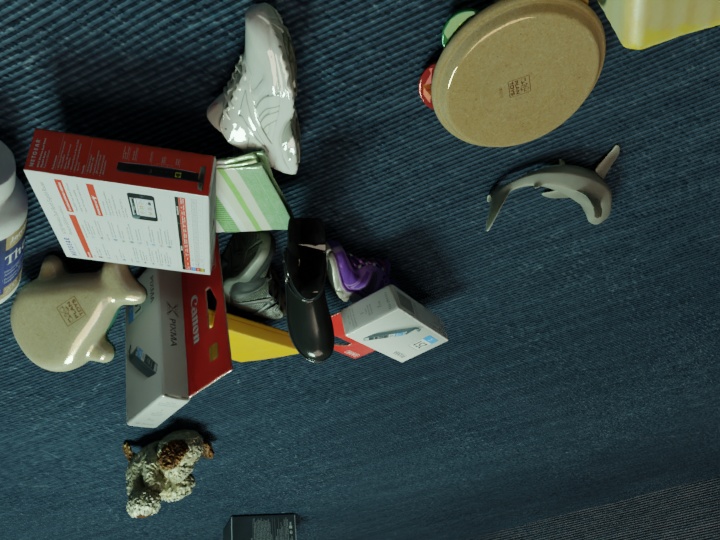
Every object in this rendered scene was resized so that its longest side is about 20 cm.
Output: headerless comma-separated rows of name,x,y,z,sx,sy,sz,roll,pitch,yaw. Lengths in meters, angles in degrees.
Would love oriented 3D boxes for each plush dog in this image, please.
plush dog,-0.399,0.394,1.329,0.170,0.163,0.200,-34,168,9

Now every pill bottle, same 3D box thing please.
pill bottle,-0.431,-0.053,0.707,0.108,0.113,0.201,10,140,-25

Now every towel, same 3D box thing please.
towel,-0.186,-0.087,0.747,0.194,0.024,0.153,-2,154,9

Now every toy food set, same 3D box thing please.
toy food set,0.164,-0.214,0.686,0.195,0.050,0.199,-27,141,22

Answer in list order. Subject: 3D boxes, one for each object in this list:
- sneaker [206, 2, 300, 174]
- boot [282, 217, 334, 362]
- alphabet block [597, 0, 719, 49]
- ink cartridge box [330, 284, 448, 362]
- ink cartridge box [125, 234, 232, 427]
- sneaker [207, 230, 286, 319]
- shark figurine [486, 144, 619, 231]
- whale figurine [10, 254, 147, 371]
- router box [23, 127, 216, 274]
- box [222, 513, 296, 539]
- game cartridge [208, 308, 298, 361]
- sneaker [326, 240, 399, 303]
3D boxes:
sneaker,-0.112,-0.174,0.653,0.097,0.079,0.202,-2,143,-4
boot,-0.062,0.032,0.806,0.064,0.169,0.200,-14,174,-13
alphabet block,0.251,-0.318,0.442,0.192,0.199,0.201,-14,145,10
ink cartridge box,0.022,0.102,0.982,0.173,0.046,0.199,-27,151,19
ink cartridge box,-0.245,0.073,0.832,0.175,0.204,0.044,-36,143,31
sneaker,-0.139,0.008,0.894,0.112,0.078,0.200,9,143,-27
shark figurine,0.273,-0.097,0.839,0.209,0.091,0.129,3,141,-20
whale figurine,-0.372,0.048,0.867,0.198,0.161,0.104,-32,-177,12
router box,-0.252,-0.066,0.709,0.175,0.050,0.201,8,155,-11
box,-0.304,0.809,1.908,0.195,0.109,0.149,6,142,-22
game cartridge,-0.204,0.101,0.979,0.174,0.033,0.198,22,155,-35
sneaker,0.000,0.000,0.933,0.083,0.082,0.200,-34,150,9
